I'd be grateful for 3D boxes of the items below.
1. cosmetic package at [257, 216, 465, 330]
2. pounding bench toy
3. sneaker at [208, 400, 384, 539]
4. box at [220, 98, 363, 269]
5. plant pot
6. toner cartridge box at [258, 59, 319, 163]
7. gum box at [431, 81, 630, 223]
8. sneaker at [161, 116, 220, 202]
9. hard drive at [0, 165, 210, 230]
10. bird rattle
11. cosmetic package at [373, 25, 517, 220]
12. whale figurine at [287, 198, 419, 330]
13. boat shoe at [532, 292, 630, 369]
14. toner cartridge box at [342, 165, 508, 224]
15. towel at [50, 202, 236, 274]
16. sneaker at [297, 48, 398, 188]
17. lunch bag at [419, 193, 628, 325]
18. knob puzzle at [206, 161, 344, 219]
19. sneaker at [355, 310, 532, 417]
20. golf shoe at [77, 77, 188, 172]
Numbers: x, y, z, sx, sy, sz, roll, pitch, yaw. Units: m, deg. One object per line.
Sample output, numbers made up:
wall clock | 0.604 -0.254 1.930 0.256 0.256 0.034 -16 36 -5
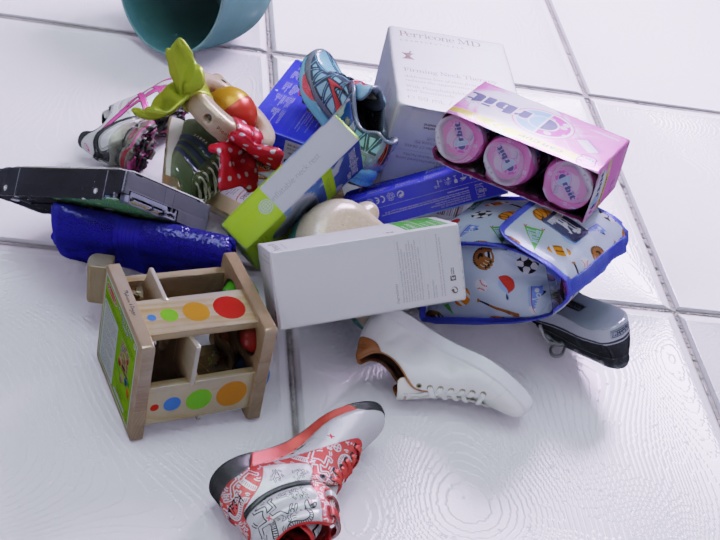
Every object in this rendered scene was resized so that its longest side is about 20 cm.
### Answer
cosmetic package | -0.001 0.002 1.357 0.198 0.086 0.108 -8 8 -12
pounding bench toy | -0.184 0.048 1.336 0.154 0.125 0.201 -7 43 -26
sneaker | -0.035 0.204 1.242 0.200 0.068 0.108 -20 50 -32
box | -0.067 -0.095 1.478 0.200 0.122 0.048 -44 81 -6
plant pot | -0.218 -0.412 1.851 0.200 0.202 0.160 35 29 24
toner cartridge box | -0.076 -0.202 1.690 0.094 0.043 0.201 22 36 5
gum box | 0.188 -0.138 1.468 0.198 0.067 0.113 25 33 19
sneaker | -0.187 -0.120 1.540 0.089 0.068 0.201 3 36 -6
hard drive | -0.280 -0.077 1.407 0.198 0.038 0.139 5 -10 35
bird rattle | -0.153 -0.181 1.512 0.199 0.113 0.163 35 21 8
cosmetic package | 0.102 -0.187 1.690 0.165 0.168 0.201 7 37 -9
whale figurine | 0.000 0.000 1.495 0.198 0.103 0.161 16 60 -34
boat shoe | 0.241 0.060 1.508 0.073 0.069 0.199 -28 29 -27
toner cartridge box | 0.078 -0.094 1.569 0.198 0.044 0.095 -15 9 9
towel | -0.234 -0.022 1.418 0.198 0.148 0.050 11 81 -2
sneaker | -0.006 -0.204 1.601 0.079 0.095 0.201 3 53 -45
lunch bag | 0.182 -0.016 1.463 0.198 0.125 0.170 3 24 37
knob puzzle | -0.108 -0.094 1.615 0.217 0.031 0.221 9 37 -7
sneaker | 0.085 0.120 1.402 0.199 0.073 0.085 28 70 7
golf shoe | -0.280 -0.200 1.656 0.091 0.073 0.200 21 38 10
